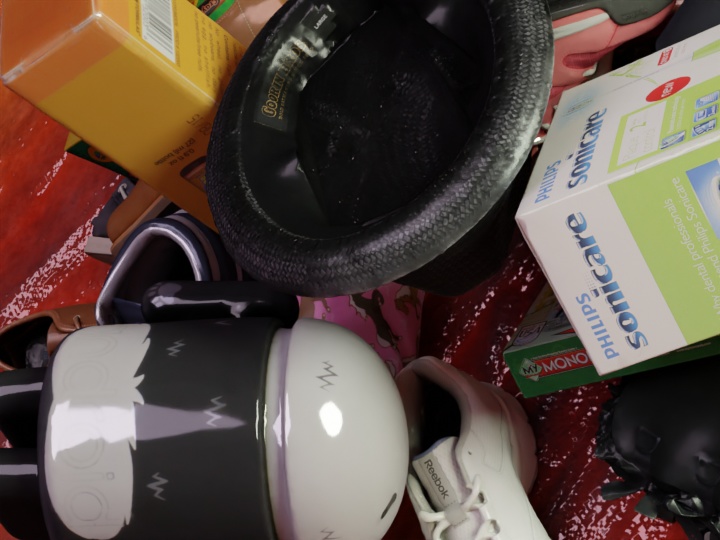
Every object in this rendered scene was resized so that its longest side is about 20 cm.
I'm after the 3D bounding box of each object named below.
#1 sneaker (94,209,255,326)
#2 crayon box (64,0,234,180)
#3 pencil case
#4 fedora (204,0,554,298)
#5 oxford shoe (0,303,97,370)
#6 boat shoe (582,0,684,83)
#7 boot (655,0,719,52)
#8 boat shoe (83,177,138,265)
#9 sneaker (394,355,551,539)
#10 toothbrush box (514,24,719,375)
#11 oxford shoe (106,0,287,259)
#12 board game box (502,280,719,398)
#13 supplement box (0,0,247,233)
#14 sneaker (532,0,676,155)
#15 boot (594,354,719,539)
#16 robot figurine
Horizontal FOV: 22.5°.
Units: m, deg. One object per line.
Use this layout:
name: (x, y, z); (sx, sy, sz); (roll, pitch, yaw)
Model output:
sneaker: (-0.087, 0.061, 0.975); (0.070, 0.108, 0.201); (-2, 95, 22)
crayon box: (-0.115, -0.138, 1.144); (0.200, 0.058, 0.119); (-17, 54, 61)
pencil case: (0.000, 0.000, 0.995); (0.083, 0.087, 0.201); (-1, 65, 18)
fedora: (0.024, -0.057, 0.830); (0.200, 0.092, 0.201); (-21, 49, 26)
oxford shoe: (-0.146, 0.049, 1.094); (0.200, 0.071, 0.072); (-10, 70, 38)
boat shoe: (0.131, -0.119, 0.955); (0.200, 0.074, 0.069); (-22, 48, 30)
boot: (0.255, -0.129, 0.840); (0.077, 0.200, 0.168); (-84, 12, -49)
boat shoe: (-0.096, -0.027, 1.107); (0.200, 0.073, 0.063); (5, 74, 48)
sneaker: (0.056, 0.129, 0.875); (0.074, 0.087, 0.200); (-33, 51, 14)
toothbrush box: (0.180, -0.053, 0.764); (0.200, 0.086, 0.146); (-23, 19, 25)
oxford shoe: (-0.086, -0.088, 1.019); (0.071, 0.071, 0.200); (44, 110, 10)
board game box: (0.175, -0.007, 0.834); (0.200, 0.029, 0.135); (-17, 22, 35)
supplement box: (-0.086, -0.081, 0.909); (0.066, 0.200, 0.069); (-29, 45, 25)
sneaker: (0.080, -0.097, 0.928); (0.200, 0.087, 0.074); (-21, 28, 27)
boot: (0.207, 0.049, 0.804); (0.198, 0.073, 0.162); (-54, 36, -4)
robot figurine: (-0.077, 0.086, 0.856); (0.199, 0.125, 0.151); (-3, 98, 8)
